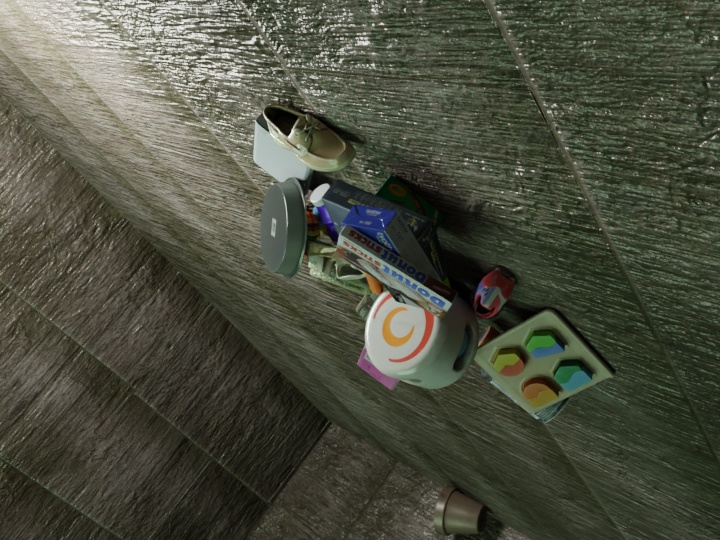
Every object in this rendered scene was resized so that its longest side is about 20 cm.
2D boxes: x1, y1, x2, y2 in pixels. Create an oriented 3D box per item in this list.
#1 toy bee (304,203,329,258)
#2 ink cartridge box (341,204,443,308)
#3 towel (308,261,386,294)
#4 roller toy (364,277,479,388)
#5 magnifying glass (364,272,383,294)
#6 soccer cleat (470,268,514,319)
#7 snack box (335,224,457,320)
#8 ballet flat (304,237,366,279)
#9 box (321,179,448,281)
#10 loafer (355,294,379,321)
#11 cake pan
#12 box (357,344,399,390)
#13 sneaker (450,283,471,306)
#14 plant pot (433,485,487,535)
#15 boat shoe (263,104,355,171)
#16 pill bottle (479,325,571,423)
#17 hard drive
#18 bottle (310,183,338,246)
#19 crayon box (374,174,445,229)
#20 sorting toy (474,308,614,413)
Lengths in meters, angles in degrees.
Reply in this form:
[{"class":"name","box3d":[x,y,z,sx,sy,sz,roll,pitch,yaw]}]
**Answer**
[{"class":"toy bee","box3d":[-0.117,-0.080,1.801,0.130,0.109,0.200,-2,-178,5]},{"class":"ink cartridge box","box3d":[0.058,-0.018,1.374,0.094,0.044,0.200,14,149,43]},{"class":"towel","box3d":[0.000,0.000,1.783,0.200,0.148,0.037,21,119,47]},{"class":"roller toy","box3d":[0.112,0.118,1.563,0.140,0.200,0.183,25,-142,-46]},{"class":"magnifying glass","box3d":[0.012,-0.013,1.498,0.079,0.022,0.200,28,162,24]},{"class":"soccer cleat","box3d":[0.222,0.058,1.541,0.067,0.077,0.200,36,163,7]},{"class":"snack box","box3d":[0.053,0.003,1.332,0.200,0.024,0.072,32,155,7]},{"class":"ballet flat","box3d":[-0.046,-0.019,1.628,0.200,0.065,0.070,10,170,37]},{"class":"box","box3d":[0.042,-0.058,1.450,0.200,0.051,0.158,26,156,29]},{"class":"loafer","box3d":[0.049,0.051,1.921,0.076,0.068,0.200,38,148,-5]},{"class":"cake pan","box3d":[-0.154,-0.083,1.698,0.037,0.201,0.200,1,179,-24]},{"class":"box","box3d":[0.094,0.127,1.780,0.097,0.200,0.176,37,164,6]},{"class":"sneaker","box3d":[0.134,0.030,1.667,0.200,0.081,0.075,29,133,6]},{"class":"plant pot","box3d":[0.412,0.984,3.506,0.174,0.201,0.200,5,148,30]},{"class":"boat shoe","box3d":[-0.091,-0.227,1.459,0.200,0.072,0.065,33,165,37]},{"class":"pill bottle","box3d":[0.307,0.194,1.678,0.200,0.106,0.106,39,164,1]},{"class":"hard drive","box3d":[-0.149,-0.218,1.682,0.132,0.026,0.200,38,164,2]},{"class":"bottle","box3d":[-0.021,-0.082,1.671,0.065,0.084,0.200,17,154,52]},{"class":"crayon box","box3d":[0.065,-0.081,1.531,0.119,0.058,0.200,37,163,1]},{"class":"sorting toy","box3d":[0.319,0.171,1.549,0.200,0.037,0.185,-32,113,36]}]
